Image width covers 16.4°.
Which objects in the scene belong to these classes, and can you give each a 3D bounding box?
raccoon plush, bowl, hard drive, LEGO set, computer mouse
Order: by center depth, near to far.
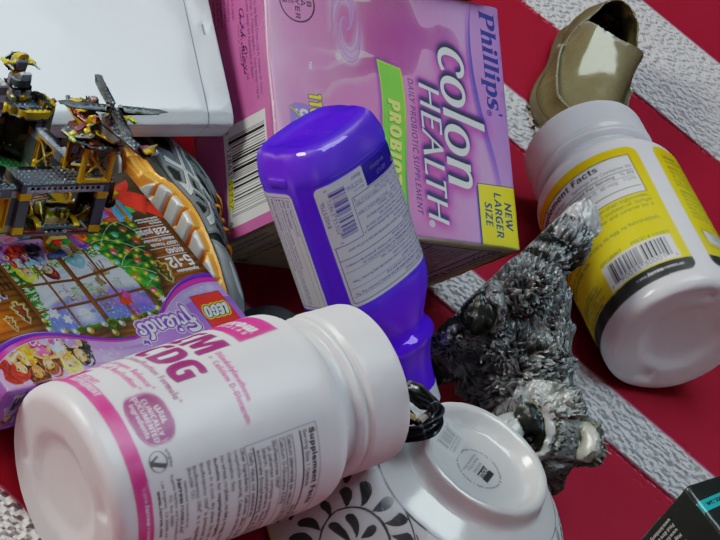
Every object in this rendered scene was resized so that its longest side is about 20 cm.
[{"bbox_3d":[-0.219,-0.094,1.394,0.199,0.116,0.154,2,28,-31],"label":"LEGO set"},{"bbox_3d":[0.051,0.141,1.484,0.200,0.094,0.201,24,34,-17],"label":"bowl"},{"bbox_3d":[-0.019,0.058,1.496,0.059,0.034,0.200,-24,29,-35],"label":"computer mouse"},{"bbox_3d":[-0.183,-0.147,1.556,0.200,0.027,0.132,-2,70,-32],"label":"hard drive"},{"bbox_3d":[0.135,0.049,1.624,0.134,0.097,0.200,46,66,4],"label":"raccoon plush"}]

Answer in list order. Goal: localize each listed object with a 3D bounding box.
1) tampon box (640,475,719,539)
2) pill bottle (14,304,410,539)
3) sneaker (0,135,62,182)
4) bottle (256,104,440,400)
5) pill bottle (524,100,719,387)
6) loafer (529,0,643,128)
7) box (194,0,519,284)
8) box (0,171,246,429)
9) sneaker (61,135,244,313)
[{"bbox_3d":[0.267,0.233,1.527,0.150,0.126,0.200,-9,53,-47],"label":"tampon box"},{"bbox_3d":[-0.079,0.090,1.373,0.200,0.114,0.113,-18,58,-33],"label":"pill bottle"},{"bbox_3d":[-0.236,-0.122,1.584,0.078,0.090,0.201,14,61,-28],"label":"sneaker"},{"bbox_3d":[0.000,0.000,1.550,0.065,0.200,0.083,7,34,45],"label":"bottle"},{"bbox_3d":[0.195,-0.023,1.804,0.114,0.114,0.200,11,40,-32],"label":"pill bottle"},{"bbox_3d":[0.185,-0.161,2.013,0.076,0.068,0.200,27,33,-12],"label":"loafer"},{"bbox_3d":[-0.005,-0.094,1.665,0.200,0.097,0.176,7,71,-36],"label":"box"},{"bbox_3d":[-0.173,0.014,1.434,0.200,0.039,0.137,-14,57,-49],"label":"box"},{"bbox_3d":[-0.116,-0.030,1.572,0.077,0.078,0.200,7,41,-43],"label":"sneaker"}]
